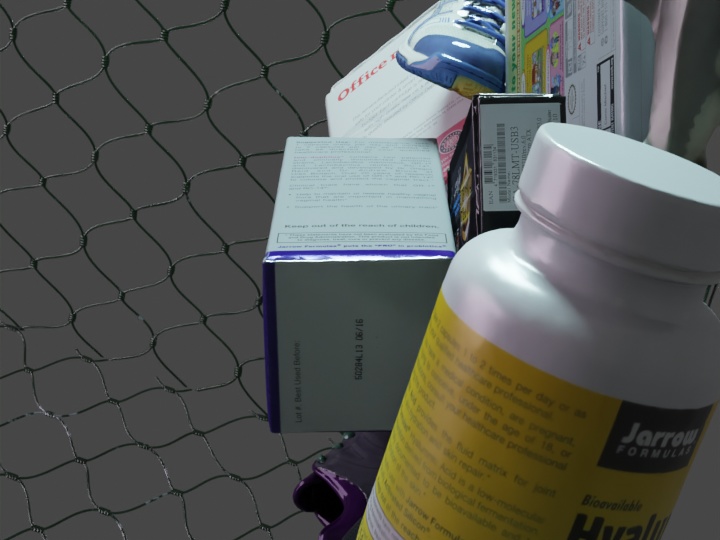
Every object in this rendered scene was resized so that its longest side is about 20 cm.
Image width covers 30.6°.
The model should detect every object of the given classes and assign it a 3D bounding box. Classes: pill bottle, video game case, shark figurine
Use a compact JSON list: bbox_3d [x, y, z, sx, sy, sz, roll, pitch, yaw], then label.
[{"bbox_3d":[0.072,0.053,0.496,0.111,0.110,0.202,-65,-8,-72],"label":"pill bottle"},{"bbox_3d":[0.118,-0.136,0.732,0.182,0.022,0.203,161,110,-77],"label":"video game case"},{"bbox_3d":[0.143,-0.105,0.612,0.128,0.088,0.217,-11,-59,-86],"label":"shark figurine"}]

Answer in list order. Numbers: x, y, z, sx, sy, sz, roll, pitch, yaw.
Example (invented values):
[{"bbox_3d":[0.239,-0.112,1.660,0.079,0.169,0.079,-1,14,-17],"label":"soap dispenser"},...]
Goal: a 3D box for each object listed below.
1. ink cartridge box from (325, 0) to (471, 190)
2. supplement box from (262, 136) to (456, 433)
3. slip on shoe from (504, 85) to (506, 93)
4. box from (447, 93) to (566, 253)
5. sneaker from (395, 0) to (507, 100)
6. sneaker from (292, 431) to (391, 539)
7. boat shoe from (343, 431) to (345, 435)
[{"bbox_3d":[0.056,-0.099,1.037,0.146,0.083,0.201,-35,37,23],"label":"ink cartridge box"},{"bbox_3d":[0.000,0.000,0.760,0.201,0.102,0.102,-92,2,-66],"label":"supplement box"},{"bbox_3d":[0.147,-0.171,0.810,0.200,0.060,0.077,-45,34,31],"label":"slip on shoe"},{"bbox_3d":[0.073,0.027,0.684,0.200,0.049,0.202,94,177,-85],"label":"box"},{"bbox_3d":[0.075,-0.169,0.881,0.200,0.075,0.089,-79,15,-71],"label":"sneaker"},{"bbox_3d":[0.004,0.102,0.763,0.201,0.086,0.075,-96,8,-58],"label":"sneaker"},{"bbox_3d":[0.019,0.087,0.924,0.093,0.074,0.202,1,114,66],"label":"boat shoe"}]
